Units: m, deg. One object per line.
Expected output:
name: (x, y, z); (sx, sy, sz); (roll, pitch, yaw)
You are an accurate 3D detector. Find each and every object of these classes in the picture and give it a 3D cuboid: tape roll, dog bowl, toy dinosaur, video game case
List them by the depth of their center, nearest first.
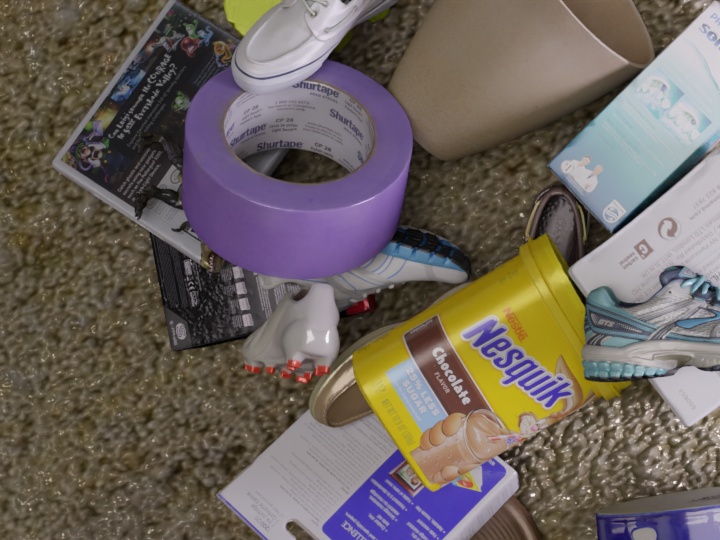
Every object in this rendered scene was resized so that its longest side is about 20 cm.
dog bowl: (0.302, 0.231, 1.642); (0.198, 0.200, 0.080); (-9, 87, 13)
tape roll: (-0.057, -0.093, 1.687); (0.199, 0.201, 0.085); (21, 138, 12)
toy dinosaur: (-0.161, -0.087, 1.758); (0.087, 0.047, 0.202); (1, 70, -12)
video game case: (-0.161, -0.131, 1.807); (0.181, 0.023, 0.201); (32, 79, 14)

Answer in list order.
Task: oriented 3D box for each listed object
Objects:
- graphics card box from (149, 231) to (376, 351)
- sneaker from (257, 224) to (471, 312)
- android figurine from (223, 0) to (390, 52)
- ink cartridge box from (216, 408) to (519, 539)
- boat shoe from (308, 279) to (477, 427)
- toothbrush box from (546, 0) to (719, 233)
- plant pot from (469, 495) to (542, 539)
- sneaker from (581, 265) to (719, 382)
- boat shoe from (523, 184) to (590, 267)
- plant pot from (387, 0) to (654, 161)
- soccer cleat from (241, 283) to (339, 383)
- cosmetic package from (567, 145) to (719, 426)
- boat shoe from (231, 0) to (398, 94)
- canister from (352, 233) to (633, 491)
graphics card box: (-0.092, -0.003, 1.811); (0.198, 0.051, 0.127); (-13, 88, 12)
sneaker: (0.000, 0.000, 1.739); (0.198, 0.075, 0.087); (9, 103, 3)
android figurine: (-0.055, -0.280, 1.796); (0.180, 0.041, 0.202); (12, 87, 8)
ink cartridge box: (0.006, 0.198, 1.721); (0.200, 0.044, 0.198); (-42, 57, -16)
boat shoe: (0.047, 0.086, 1.714); (0.199, 0.072, 0.065); (-31, 51, -4)
toothbrush box: (0.267, -0.130, 1.675); (0.085, 0.146, 0.200); (46, 99, 8)
plant pot: (0.067, 0.284, 1.755); (0.199, 0.093, 0.203); (0, 92, 14)
sneaker: (0.268, 0.037, 1.507); (0.198, 0.078, 0.087); (-7, 86, 14)
boat shoe: (0.171, 0.022, 1.743); (0.071, 0.059, 0.202); (9, 93, 13)
plant pot: (0.126, -0.193, 1.707); (0.200, 0.187, 0.188); (-39, 82, 27)
soccer cleat: (-0.056, 0.056, 1.718); (0.069, 0.200, 0.078); (13, 81, -15)
cosmetic package: (0.298, 0.012, 1.640); (0.167, 0.200, 0.167); (-39, 83, 11)
boat shoe: (-0.039, -0.236, 1.705); (0.073, 0.067, 0.200); (37, 62, 21)
canister: (0.110, 0.082, 1.639); (0.199, 0.087, 0.149); (-31, 109, 9)
